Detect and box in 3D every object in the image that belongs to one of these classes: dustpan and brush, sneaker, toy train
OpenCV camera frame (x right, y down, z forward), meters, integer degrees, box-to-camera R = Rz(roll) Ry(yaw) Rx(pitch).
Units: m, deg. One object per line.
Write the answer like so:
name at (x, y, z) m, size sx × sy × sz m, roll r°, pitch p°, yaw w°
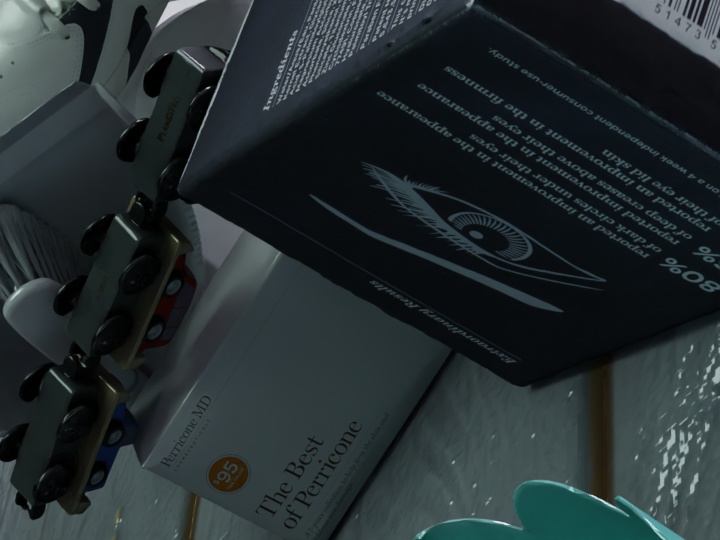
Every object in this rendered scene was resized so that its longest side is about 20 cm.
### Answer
dustpan and brush at (-0.101, 0.028, 1.007) m, size 0.139 × 0.200 × 0.057 m, roll -37°, pitch 59°, yaw 3°
sneaker at (-0.099, -0.131, 0.969) m, size 0.199 × 0.080 × 0.130 m, roll -38°, pitch -19°, yaw -6°
toy train at (-0.081, 0.007, 0.945) m, size 0.034 × 0.046 × 0.201 m, roll 42°, pitch 122°, yaw 29°

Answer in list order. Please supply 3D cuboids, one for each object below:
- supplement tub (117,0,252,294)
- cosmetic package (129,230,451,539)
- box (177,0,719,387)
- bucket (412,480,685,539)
supplement tub at (-0.080, -0.031, 1.125) m, size 0.200 × 0.144 × 0.145 m, roll -25°, pitch 41°, yaw 59°
cosmetic package at (0.000, 0.000, 0.983) m, size 0.201 × 0.082 × 0.051 m, roll -58°, pitch 20°, yaw 11°
box at (0.057, -0.058, 0.826) m, size 0.200 × 0.148 × 0.105 m, roll -24°, pitch 41°, yaw 58°
bucket at (0.058, 0.158, 0.553) m, size 0.207 × 0.134 × 0.208 m, roll -48°, pitch 24°, yaw 30°
